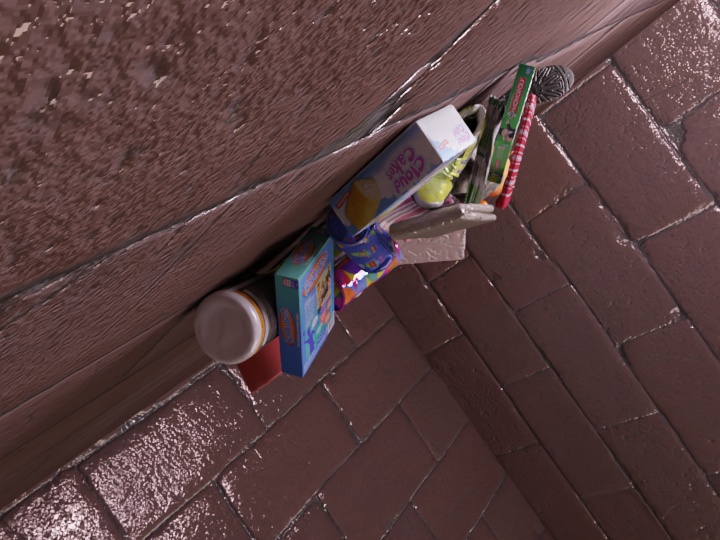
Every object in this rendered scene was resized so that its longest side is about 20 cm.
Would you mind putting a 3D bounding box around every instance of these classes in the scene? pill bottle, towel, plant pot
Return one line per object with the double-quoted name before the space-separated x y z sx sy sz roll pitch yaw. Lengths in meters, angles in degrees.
"pill bottle" -0.179 0.070 1.044 0.116 0.117 0.200 -36 179 21
"towel" 0.127 -0.084 1.319 0.188 0.033 0.201 -4 144 2
"towel" 0.143 -0.084 1.056 0.131 0.035 0.199 -16 177 26
"towel" 0.283 -0.213 1.146 0.145 0.022 0.203 -34 138 -72
"plant pot" -0.208 0.136 1.372 0.199 0.178 0.200 -37 180 0
"towel" 0.235 -0.209 1.171 0.149 0.030 0.203 -5 109 -74
"towel" 0.081 -0.108 1.119 0.145 0.030 0.199 -25 154 33

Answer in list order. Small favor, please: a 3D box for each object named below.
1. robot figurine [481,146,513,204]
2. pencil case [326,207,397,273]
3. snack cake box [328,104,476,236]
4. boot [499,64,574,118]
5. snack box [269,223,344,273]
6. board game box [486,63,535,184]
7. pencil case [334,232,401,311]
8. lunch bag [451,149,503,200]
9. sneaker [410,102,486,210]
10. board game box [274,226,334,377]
"robot figurine" 0.258 -0.222 1.447 0.198 0.117 0.145 0 -126 36
"pencil case" 0.007 -0.054 1.074 0.086 0.079 0.200 1 166 16
"snack cake box" 0.058 -0.142 0.907 0.199 0.068 0.115 -37 178 41
"boot" 0.353 -0.355 1.340 0.180 0.073 0.200 -23 175 11
"snack box" -0.070 -0.039 1.250 0.199 0.068 0.168 -36 179 37
"board game box" 0.256 -0.245 1.085 0.200 0.029 0.136 56 52 -78
"pencil case" 0.000 0.000 1.244 0.199 0.089 0.088 -35 179 -40
"lunch bag" 0.179 -0.190 1.332 0.199 0.141 0.167 -38 161 32
"sneaker" 0.137 -0.187 0.998 0.202 0.075 0.077 -62 178 -21
"board game box" -0.089 0.052 1.057 0.153 0.044 0.202 -58 155 -52
